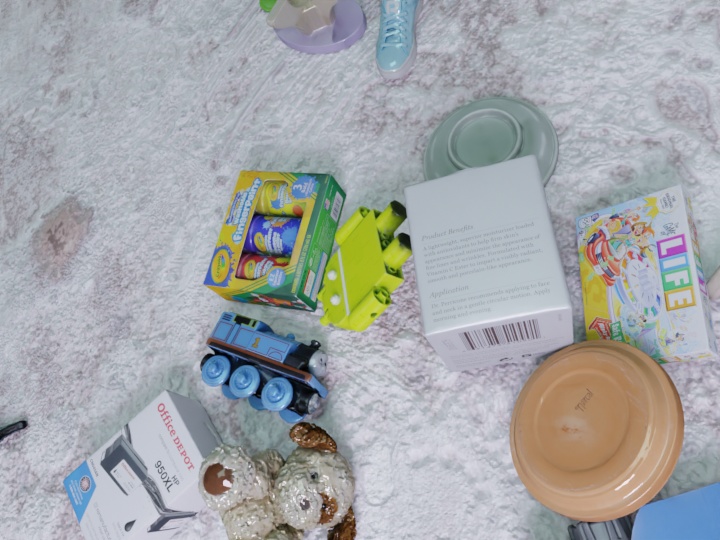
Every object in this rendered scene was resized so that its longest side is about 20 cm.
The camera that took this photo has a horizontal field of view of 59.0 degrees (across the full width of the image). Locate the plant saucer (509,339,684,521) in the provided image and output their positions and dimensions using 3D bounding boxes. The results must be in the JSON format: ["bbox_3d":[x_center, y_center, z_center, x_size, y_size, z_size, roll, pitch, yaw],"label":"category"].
[{"bbox_3d":[0.247,0.168,0.699,0.200,0.032,0.201,-33,39,32],"label":"plant saucer"}]

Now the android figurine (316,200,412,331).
[{"bbox_3d":[0.000,0.000,0.875,0.200,0.041,0.183,-45,38,36],"label":"android figurine"}]

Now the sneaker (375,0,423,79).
[{"bbox_3d":[0.055,-0.418,1.061,0.073,0.082,0.201,-1,68,23],"label":"sneaker"}]

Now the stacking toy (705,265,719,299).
[{"bbox_3d":[0.484,0.050,0.685,0.085,0.085,0.200,-48,63,-3],"label":"stacking toy"}]

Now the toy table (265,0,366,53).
[{"bbox_3d":[-0.095,-0.474,1.128,0.199,0.117,0.185,11,72,25],"label":"toy table"}]

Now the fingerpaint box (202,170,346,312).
[{"bbox_3d":[-0.130,-0.050,0.979,0.166,0.073,0.201,6,70,25],"label":"fingerpaint box"}]

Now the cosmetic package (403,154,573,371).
[{"bbox_3d":[0.160,-0.002,0.786,0.164,0.165,0.201,-12,64,15],"label":"cosmetic package"}]

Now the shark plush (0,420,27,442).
[{"bbox_3d":[-0.655,0.279,1.058,0.199,0.091,0.083,-30,29,13],"label":"shark plush"}]

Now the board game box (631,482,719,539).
[{"bbox_3d":[0.367,0.297,0.633,0.199,0.039,0.159,-16,70,-1],"label":"board game box"}]

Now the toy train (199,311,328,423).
[{"bbox_3d":[-0.134,0.135,0.896,0.199,0.087,0.115,14,68,27],"label":"toy train"}]

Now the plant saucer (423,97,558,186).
[{"bbox_3d":[0.182,-0.177,0.922,0.199,0.050,0.201,-9,65,19],"label":"plant saucer"}]

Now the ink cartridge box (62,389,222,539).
[{"bbox_3d":[-0.293,0.290,0.891,0.200,0.084,0.145,-42,59,0],"label":"ink cartridge box"}]

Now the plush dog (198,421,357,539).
[{"bbox_3d":[-0.089,0.286,0.799,0.171,0.160,0.201,-17,90,-1],"label":"plush dog"}]

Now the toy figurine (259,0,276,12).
[{"bbox_3d":[-0.170,-0.624,1.184,0.149,0.184,0.201,18,76,28],"label":"toy figurine"}]

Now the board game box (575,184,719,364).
[{"bbox_3d":[0.333,0.012,0.757,0.134,0.034,0.201,-19,59,41],"label":"board game box"}]

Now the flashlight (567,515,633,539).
[{"bbox_3d":[0.278,0.354,0.646,0.068,0.068,0.201,-19,66,10],"label":"flashlight"}]
